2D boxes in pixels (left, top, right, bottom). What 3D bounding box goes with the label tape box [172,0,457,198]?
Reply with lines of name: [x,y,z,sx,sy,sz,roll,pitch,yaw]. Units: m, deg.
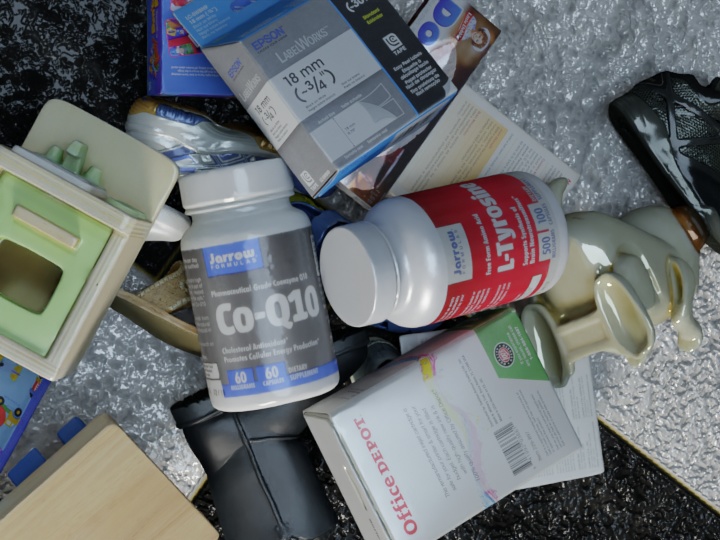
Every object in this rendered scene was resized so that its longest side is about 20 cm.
label tape box: [-0.038,-0.183,1.254,0.144,0.063,0.200,-36,86,-28]

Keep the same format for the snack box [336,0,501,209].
snack box: [0.040,-0.154,1.329,0.072,0.024,0.200,37,83,-14]

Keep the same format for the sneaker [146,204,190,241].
sneaker: [-0.251,-0.040,1.307,0.199,0.075,0.089,14,89,-7]

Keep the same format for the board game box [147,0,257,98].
board game box: [-0.089,-0.221,1.337,0.199,0.045,0.135,-1,95,-24]

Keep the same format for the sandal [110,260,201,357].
sandal: [-0.179,0.020,1.330,0.211,0.078,0.070,22,71,-24]

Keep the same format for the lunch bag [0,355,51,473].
lunch bag: [-0.341,0.073,1.288,0.150,0.094,0.200,33,74,-15]

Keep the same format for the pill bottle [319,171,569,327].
pill bottle: [0.070,-0.015,1.278,0.200,0.112,0.113,-14,99,-32]

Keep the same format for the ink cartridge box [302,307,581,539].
ink cartridge box: [0.071,0.142,1.329,0.200,0.087,0.146,-29,96,-20]

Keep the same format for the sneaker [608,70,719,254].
sneaker: [0.341,-0.112,1.471,0.114,0.076,0.200,-35,98,-4]

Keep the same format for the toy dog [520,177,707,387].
toy dog: [0.242,0.003,1.404,0.200,0.139,0.194,-17,75,-46]

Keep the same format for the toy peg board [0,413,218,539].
toy peg board: [-0.260,0.221,1.279,0.200,0.098,0.199,-42,137,-9]

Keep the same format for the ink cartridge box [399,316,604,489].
ink cartridge box: [0.129,0.128,1.424,0.199,0.047,0.161,-6,89,-22]

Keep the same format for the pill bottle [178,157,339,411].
pill bottle: [-0.090,0.010,1.270,0.113,0.114,0.201,-12,94,-15]

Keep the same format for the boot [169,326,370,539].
boot: [-0.056,0.161,1.377,0.200,0.076,0.169,-25,98,-6]

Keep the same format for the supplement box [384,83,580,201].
supplement box: [0.087,-0.096,1.398,0.200,0.074,0.126,37,83,-15]

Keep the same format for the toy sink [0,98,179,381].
toy sink: [-0.250,-0.031,1.210,0.130,0.112,0.200,29,89,-1]

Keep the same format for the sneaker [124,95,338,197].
sneaker: [-0.118,-0.089,1.348,0.199,0.075,0.088,16,100,-9]

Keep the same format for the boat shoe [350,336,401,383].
boat shoe: [0.050,0.157,1.417,0.073,0.062,0.200,-29,103,-14]

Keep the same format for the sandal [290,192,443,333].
sandal: [0.000,0.000,1.377,0.200,0.087,0.080,28,85,-19]
